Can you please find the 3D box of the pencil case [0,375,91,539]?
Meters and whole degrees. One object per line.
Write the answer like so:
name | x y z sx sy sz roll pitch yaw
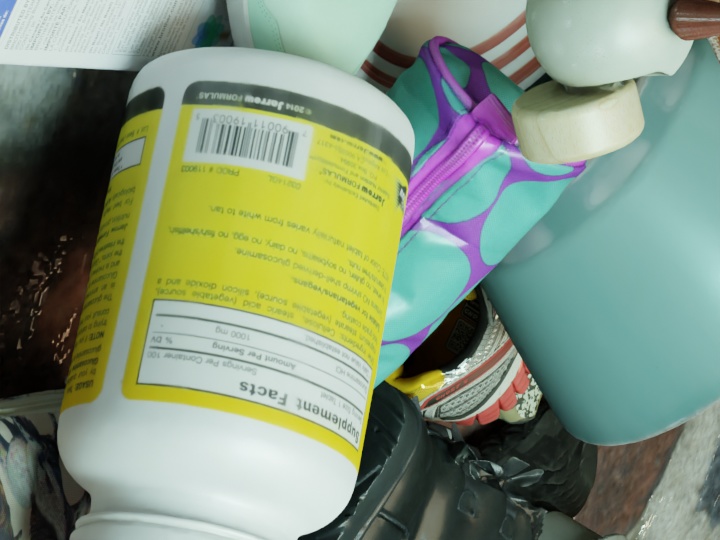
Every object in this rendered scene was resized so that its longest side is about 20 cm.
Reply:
pencil case | -0.143 0.082 1.048 0.200 0.078 0.090 -3 102 -57

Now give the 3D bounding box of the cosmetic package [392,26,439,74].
cosmetic package | 0.032 -0.113 1.217 0.200 0.051 0.083 -58 147 -12

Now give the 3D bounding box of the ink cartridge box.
ink cartridge box | -0.081 -0.133 1.019 0.200 0.042 0.120 -6 127 -59

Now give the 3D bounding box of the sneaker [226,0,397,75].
sneaker | 0.020 -0.125 1.002 0.073 0.118 0.201 -3 128 -37

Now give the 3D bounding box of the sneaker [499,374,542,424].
sneaker | 0.109 -0.010 1.373 0.077 0.088 0.201 -15 123 -54

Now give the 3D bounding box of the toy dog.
toy dog | 0.127 -0.117 1.075 0.200 0.096 0.132 -59 138 -39

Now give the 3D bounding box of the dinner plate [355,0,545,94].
dinner plate | 0.052 -0.151 1.137 0.200 0.024 0.201 -31 140 -30

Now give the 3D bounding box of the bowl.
bowl | 0.120 -0.036 1.202 0.105 0.201 0.201 40 73 -20

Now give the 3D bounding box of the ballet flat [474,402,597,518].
ballet flat | 0.072 0.110 1.453 0.200 0.057 0.067 -21 103 -57

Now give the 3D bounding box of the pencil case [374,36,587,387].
pencil case | 0.000 0.000 1.134 0.200 0.085 0.092 -49 176 15

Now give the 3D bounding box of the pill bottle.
pill bottle | -0.049 0.029 1.024 0.112 0.112 0.201 42 55 -59

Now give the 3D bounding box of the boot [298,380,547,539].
boot | -0.006 0.147 1.279 0.199 0.073 0.162 -54 146 -4

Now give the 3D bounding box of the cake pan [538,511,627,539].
cake pan | 0.058 0.201 1.430 0.200 0.037 0.200 -42 161 -18

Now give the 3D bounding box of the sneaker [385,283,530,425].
sneaker | 0.066 -0.019 1.310 0.082 0.078 0.201 5 106 -57
